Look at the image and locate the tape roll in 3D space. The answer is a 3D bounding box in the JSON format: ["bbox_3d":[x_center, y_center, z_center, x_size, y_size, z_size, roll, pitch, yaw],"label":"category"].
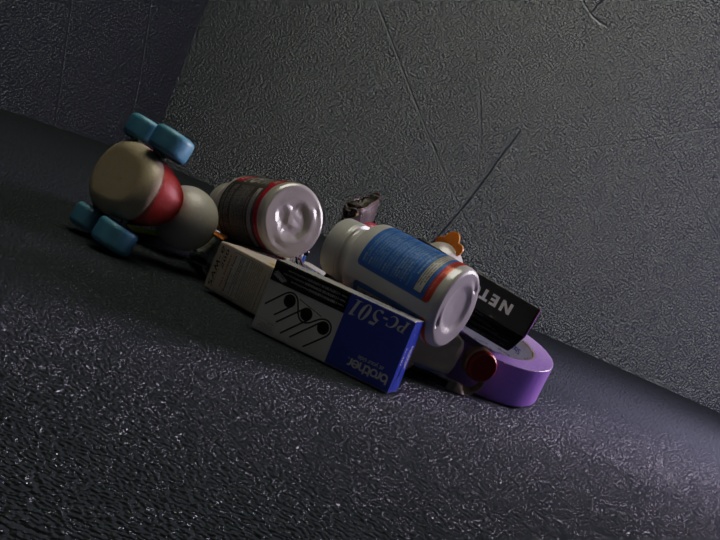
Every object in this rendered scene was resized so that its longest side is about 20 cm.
[{"bbox_3d":[0.198,0.130,1.544,0.198,0.066,0.200,21,17,-7],"label":"tape roll"}]

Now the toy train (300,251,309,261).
[{"bbox_3d":[-0.155,-0.044,1.858,0.113,0.088,0.200,0,6,-5],"label":"toy train"}]

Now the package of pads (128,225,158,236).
[{"bbox_3d":[-0.321,-0.088,1.653,0.153,0.069,0.200,11,-1,20],"label":"package of pads"}]

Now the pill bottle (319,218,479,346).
[{"bbox_3d":[0.046,0.007,1.290,0.199,0.113,0.112,30,7,30],"label":"pill bottle"}]

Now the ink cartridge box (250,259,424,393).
[{"bbox_3d":[-0.030,0.067,1.224,0.199,0.095,0.044,24,5,19],"label":"ink cartridge box"}]

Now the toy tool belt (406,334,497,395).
[{"bbox_3d":[0.093,0.089,1.416,0.198,0.126,0.123,21,13,-22],"label":"toy tool belt"}]

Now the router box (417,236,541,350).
[{"bbox_3d":[0.152,0.038,1.432,0.199,0.051,0.149,31,-11,5],"label":"router box"}]

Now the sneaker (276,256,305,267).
[{"bbox_3d":[-0.120,0.001,1.594,0.074,0.081,0.200,31,5,-9],"label":"sneaker"}]

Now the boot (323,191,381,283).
[{"bbox_3d":[-0.030,-0.034,1.644,0.069,0.176,0.200,20,31,18],"label":"boot"}]

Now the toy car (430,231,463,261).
[{"bbox_3d":[0.162,0.020,1.991,0.183,0.202,0.176,18,6,-39],"label":"toy car"}]

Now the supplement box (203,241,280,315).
[{"bbox_3d":[-0.102,0.035,1.368,0.199,0.074,0.126,26,5,38],"label":"supplement box"}]

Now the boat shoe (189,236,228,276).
[{"bbox_3d":[-0.218,-0.012,1.528,0.074,0.065,0.202,39,1,-32],"label":"boat shoe"}]

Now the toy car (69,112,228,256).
[{"bbox_3d":[-0.282,-0.093,1.447,0.199,0.185,0.176,35,-5,-39],"label":"toy car"}]

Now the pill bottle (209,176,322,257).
[{"bbox_3d":[-0.154,-0.086,1.507,0.110,0.112,0.199,19,-4,-38],"label":"pill bottle"}]

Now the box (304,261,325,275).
[{"bbox_3d":[-0.077,0.023,1.903,0.041,0.039,0.200,20,5,-34],"label":"box"}]

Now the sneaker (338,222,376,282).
[{"bbox_3d":[0.000,0.000,1.568,0.080,0.201,0.075,12,44,1],"label":"sneaker"}]

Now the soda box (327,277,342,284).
[{"bbox_3d":[-0.002,0.067,1.519,0.198,0.069,0.064,21,5,-8],"label":"soda box"}]
